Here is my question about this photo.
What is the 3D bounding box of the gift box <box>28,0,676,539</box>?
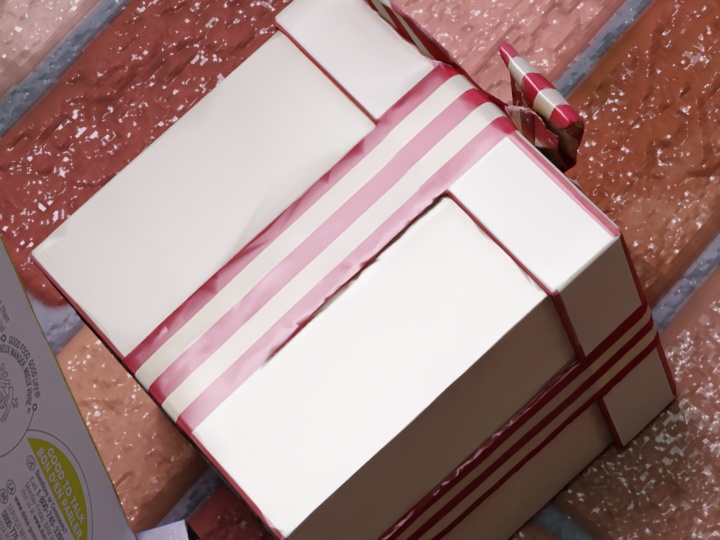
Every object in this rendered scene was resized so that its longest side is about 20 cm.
[{"bbox_3d":[0.000,0.000,0.996,0.187,0.185,0.200,-41,68,-5],"label":"gift box"}]

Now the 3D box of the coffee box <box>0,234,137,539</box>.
[{"bbox_3d":[-0.229,0.068,0.861,0.199,0.201,0.198,6,42,35],"label":"coffee box"}]

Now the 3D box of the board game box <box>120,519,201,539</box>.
[{"bbox_3d":[-0.042,0.206,0.933,0.034,0.136,0.201,-16,62,5],"label":"board game box"}]
